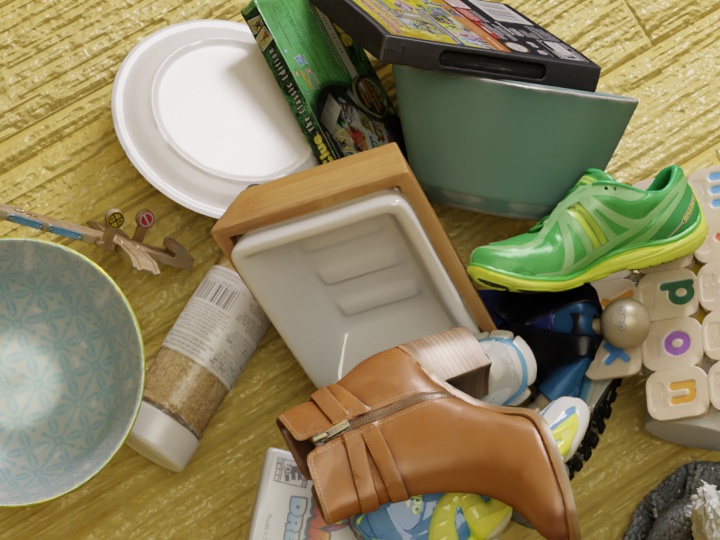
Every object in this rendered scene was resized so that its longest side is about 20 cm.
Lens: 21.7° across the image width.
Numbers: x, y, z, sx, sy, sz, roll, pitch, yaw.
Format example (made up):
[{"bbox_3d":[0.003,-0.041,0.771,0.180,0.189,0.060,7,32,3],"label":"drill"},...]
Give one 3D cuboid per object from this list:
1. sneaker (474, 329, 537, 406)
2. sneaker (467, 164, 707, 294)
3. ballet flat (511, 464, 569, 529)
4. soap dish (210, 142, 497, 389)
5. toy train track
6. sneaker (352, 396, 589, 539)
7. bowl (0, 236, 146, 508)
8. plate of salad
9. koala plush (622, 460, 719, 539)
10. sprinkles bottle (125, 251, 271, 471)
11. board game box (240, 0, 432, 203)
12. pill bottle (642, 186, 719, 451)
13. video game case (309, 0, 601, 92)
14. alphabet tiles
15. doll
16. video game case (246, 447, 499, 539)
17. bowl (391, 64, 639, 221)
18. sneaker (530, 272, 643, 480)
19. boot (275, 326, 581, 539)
[{"bbox_3d":[0.030,0.102,1.396,0.199,0.087,0.075,-30,82,20],"label":"sneaker"},{"bbox_3d":[0.167,-0.033,1.432,0.198,0.074,0.084,-16,96,-19],"label":"sneaker"},{"bbox_3d":[0.072,0.136,1.456,0.198,0.064,0.067,21,41,19],"label":"ballet flat"},{"bbox_3d":[0.000,0.000,1.420,0.156,0.201,0.082,-17,45,16],"label":"soap dish"},{"bbox_3d":[-0.215,-0.041,1.437,0.199,0.115,0.033,15,101,-31],"label":"toy train track"},{"bbox_3d":[0.074,0.139,1.331,0.105,0.076,0.200,42,64,7],"label":"sneaker"},{"bbox_3d":[-0.261,0.085,1.423,0.198,0.108,0.202,2,76,-7],"label":"bowl"},{"bbox_3d":[-0.105,-0.118,1.521,0.198,0.048,0.202,10,55,-14],"label":"plate of salad"},{"bbox_3d":[0.289,0.222,1.429,0.176,0.200,0.185,28,74,-1],"label":"koala plush"},{"bbox_3d":[-0.116,0.057,1.473,0.068,0.068,0.201,32,74,0],"label":"sprinkles bottle"},{"bbox_3d":[-0.015,-0.134,1.529,0.104,0.023,0.201,-18,78,-48],"label":"board game box"},{"bbox_3d":[0.288,0.038,1.517,0.111,0.112,0.202,14,75,-5],"label":"pill bottle"},{"bbox_3d":[0.069,-0.188,1.485,0.179,0.200,0.026,6,110,-21],"label":"video game case"},{"bbox_3d":[0.263,0.017,1.462,0.194,0.015,0.202,-11,66,21],"label":"alphabet tiles"},{"bbox_3d":[0.131,0.053,1.475,0.198,0.048,0.138,-8,67,20],"label":"doll"},{"bbox_3d":[0.000,0.243,1.337,0.180,0.024,0.202,14,73,-8],"label":"video game case"},{"bbox_3d":[0.116,-0.100,1.499,0.199,0.201,0.106,7,99,-7],"label":"bowl"},{"bbox_3d":[0.162,0.086,1.520,0.089,0.078,0.201,20,73,18],"label":"sneaker"},{"bbox_3d":[0.045,0.135,1.262,0.154,0.074,0.200,-23,45,-16],"label":"boot"}]
